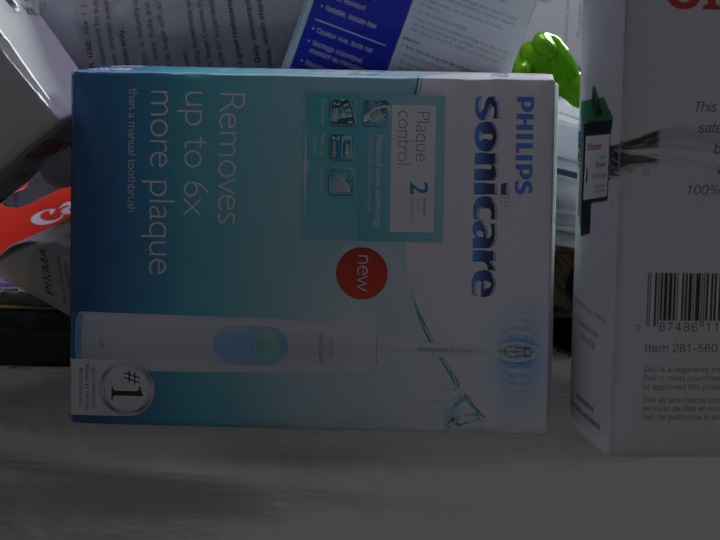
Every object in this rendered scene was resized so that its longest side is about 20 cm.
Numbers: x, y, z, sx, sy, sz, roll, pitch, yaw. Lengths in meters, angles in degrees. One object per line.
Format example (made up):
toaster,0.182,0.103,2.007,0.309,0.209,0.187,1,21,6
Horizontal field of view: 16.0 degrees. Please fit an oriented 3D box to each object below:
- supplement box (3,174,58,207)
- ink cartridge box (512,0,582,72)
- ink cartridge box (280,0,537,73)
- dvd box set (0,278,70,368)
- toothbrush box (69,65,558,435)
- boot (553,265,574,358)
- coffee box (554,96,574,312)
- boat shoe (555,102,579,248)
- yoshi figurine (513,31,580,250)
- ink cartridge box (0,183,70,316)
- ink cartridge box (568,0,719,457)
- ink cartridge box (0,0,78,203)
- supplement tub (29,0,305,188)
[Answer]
supplement box,-0.185,-0.039,1.446,0.198,0.102,0.104,2,28,-1
ink cartridge box,0.043,-0.117,1.407,0.199,0.084,0.145,15,-34,-14
ink cartridge box,0.013,-0.082,1.118,0.094,0.201,0.037,20,15,0
dvd box set,-0.139,0.024,1.304,0.145,0.030,0.200,1,4,-7
toothbrush box,-0.017,-0.011,1.071,0.198,0.148,0.085,2,6,3
boot,0.137,0.016,1.201,0.199,0.073,0.166,11,8,43
coffee box,0.129,-0.030,1.371,0.198,0.080,0.115,4,-35,5
boat shoe,0.148,-0.020,1.123,0.199,0.067,0.073,19,16,21
yoshi figurine,0.111,-0.060,1.241,0.199,0.113,0.112,-16,15,16
ink cartridge box,-0.102,-0.035,1.243,0.199,0.057,0.162,29,42,35
ink cartridge box,0.161,-0.032,1.013,0.145,0.202,0.084,1,7,-8
ink cartridge box,-0.213,-0.036,1.089,0.200,0.084,0.145,-39,2,5
supplement tub,-0.058,-0.116,1.205,0.198,0.133,0.132,-8,4,9
